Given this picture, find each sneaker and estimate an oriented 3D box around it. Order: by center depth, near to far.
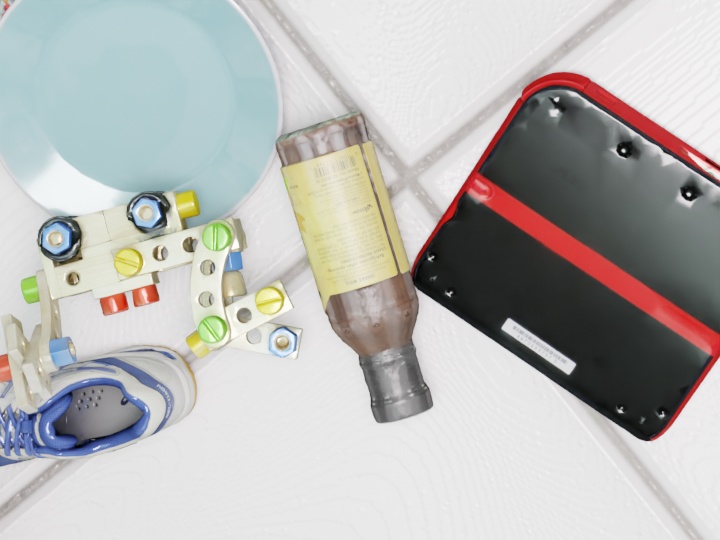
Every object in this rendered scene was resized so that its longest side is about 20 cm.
[{"bbox_3d":[-0.214,0.095,1.307,0.200,0.088,0.075,-15,98,16],"label":"sneaker"}]

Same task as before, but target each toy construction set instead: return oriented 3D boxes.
[{"bbox_3d":[-0.145,0.019,1.253,0.200,0.092,0.131,-15,90,-9],"label":"toy construction set"}]

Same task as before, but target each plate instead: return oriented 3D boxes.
[{"bbox_3d":[-0.149,-0.113,1.269,0.200,0.026,0.201,1,115,2],"label":"plate"}]

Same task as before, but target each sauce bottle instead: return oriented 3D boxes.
[{"bbox_3d":[0.000,0.000,1.253,0.065,0.065,0.200,-15,94,15],"label":"sauce bottle"}]

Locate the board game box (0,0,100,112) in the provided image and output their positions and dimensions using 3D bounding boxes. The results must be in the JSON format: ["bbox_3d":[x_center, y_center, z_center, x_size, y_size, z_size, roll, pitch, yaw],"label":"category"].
[{"bbox_3d":[-0.272,-0.192,1.302,0.134,0.029,0.200,-26,93,15],"label":"board game box"}]

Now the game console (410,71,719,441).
[{"bbox_3d":[0.155,-0.011,1.238,0.200,0.031,0.177,34,110,6],"label":"game console"}]
